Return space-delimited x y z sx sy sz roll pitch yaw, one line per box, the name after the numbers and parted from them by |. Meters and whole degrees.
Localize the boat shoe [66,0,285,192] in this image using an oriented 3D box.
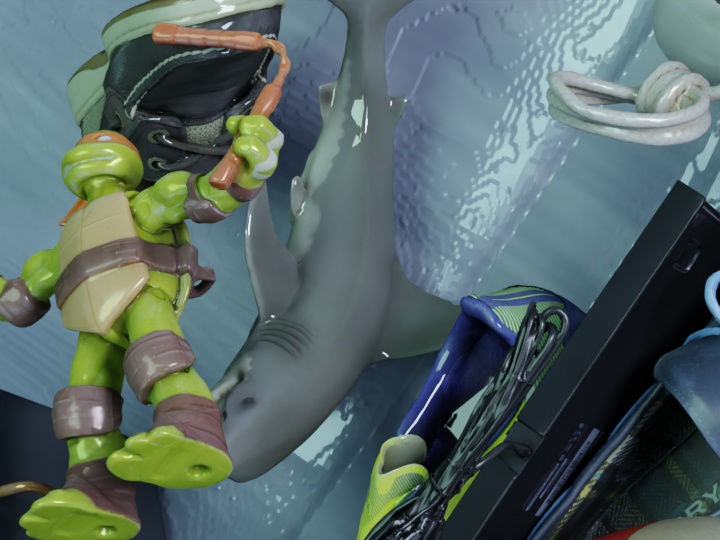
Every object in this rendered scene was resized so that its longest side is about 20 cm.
-0.068 -0.065 1.048 0.201 0.071 0.067 155 102 -70 | boat shoe

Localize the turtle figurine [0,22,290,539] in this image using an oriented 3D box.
-0.093 0.014 0.956 0.199 0.064 0.162 -23 56 25 | turtle figurine

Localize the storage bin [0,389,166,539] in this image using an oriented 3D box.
-0.134 0.135 1.038 0.145 0.134 0.201 -31 60 32 | storage bin

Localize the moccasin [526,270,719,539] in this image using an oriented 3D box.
0.127 0.054 0.869 0.201 0.068 0.081 -54 49 17 | moccasin

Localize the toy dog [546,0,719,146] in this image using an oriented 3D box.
0.164 -0.082 0.849 0.199 0.131 0.097 20 114 34 | toy dog

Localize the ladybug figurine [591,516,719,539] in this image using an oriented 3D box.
0.079 0.142 0.857 0.200 0.136 0.072 -36 27 28 | ladybug figurine

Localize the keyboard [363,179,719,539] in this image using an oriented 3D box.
0.054 0.058 0.878 0.021 0.127 0.201 34 92 26 | keyboard

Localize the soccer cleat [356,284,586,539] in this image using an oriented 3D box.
0.019 0.095 0.944 0.065 0.083 0.201 34 102 42 | soccer cleat

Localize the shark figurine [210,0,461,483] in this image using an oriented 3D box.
0.007 -0.014 1.001 0.089 0.128 0.216 13 79 13 | shark figurine
